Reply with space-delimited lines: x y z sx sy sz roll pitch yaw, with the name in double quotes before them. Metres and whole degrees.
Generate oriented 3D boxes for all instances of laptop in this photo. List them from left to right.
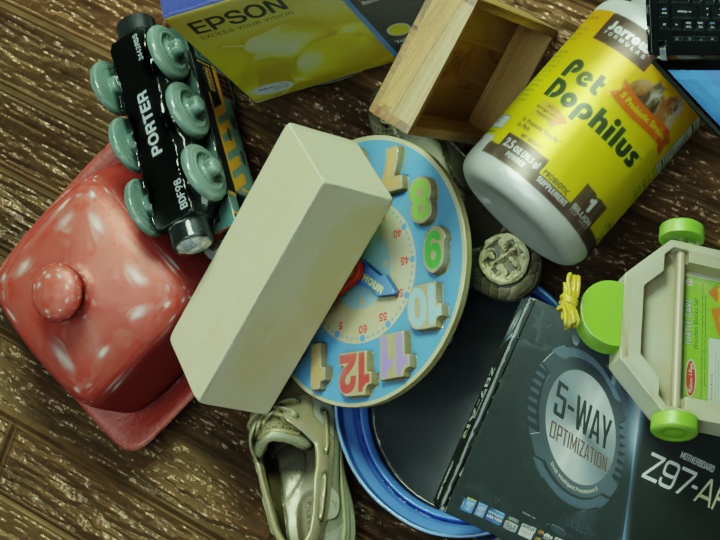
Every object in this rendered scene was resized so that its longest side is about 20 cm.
"laptop" 0.286 -0.172 1.165 0.176 0.103 0.202 -2 90 -24

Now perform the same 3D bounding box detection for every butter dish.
"butter dish" -0.202 0.016 1.382 0.199 0.148 0.200 -45 76 15

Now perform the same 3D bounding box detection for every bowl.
"bowl" 0.079 0.096 1.318 0.199 0.039 0.203 -3 81 21

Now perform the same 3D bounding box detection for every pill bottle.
"pill bottle" 0.171 -0.109 1.237 0.109 0.109 0.200 39 83 16

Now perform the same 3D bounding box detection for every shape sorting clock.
"shape sorting clock" 0.000 0.000 1.306 0.199 0.039 0.202 -6 82 41

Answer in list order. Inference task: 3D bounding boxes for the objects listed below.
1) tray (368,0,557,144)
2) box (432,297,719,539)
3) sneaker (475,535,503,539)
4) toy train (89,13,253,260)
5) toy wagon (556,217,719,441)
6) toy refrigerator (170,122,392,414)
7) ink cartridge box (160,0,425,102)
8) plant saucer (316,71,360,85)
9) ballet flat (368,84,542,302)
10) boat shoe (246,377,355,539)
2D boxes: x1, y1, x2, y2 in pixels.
"tray" 0.075 -0.141 1.242 0.037 0.200 0.099 32 102 18
"box" 0.172 0.132 1.241 0.199 0.044 0.161 25 87 -3
"sneaker" 0.006 0.227 1.342 0.200 0.080 0.147 -45 73 13
"toy train" -0.132 -0.099 1.351 0.085 0.114 0.201 -29 65 25
"toy wagon" 0.225 0.042 1.215 0.198 0.040 0.156 11 64 -9
"toy refrigerator" -0.058 0.002 1.293 0.201 0.070 0.076 -59 38 24
"ink cartridge box" -0.034 -0.197 1.253 0.196 0.200 0.047 -13 68 21
"plant saucer" -0.033 -0.242 1.373 0.198 0.032 0.202 0 90 21
"ballet flat" 0.065 -0.062 1.309 0.067 0.046 0.201 -32 67 0
"boat shoe" -0.051 0.125 1.342 0.072 0.065 0.202 -19 61 17
